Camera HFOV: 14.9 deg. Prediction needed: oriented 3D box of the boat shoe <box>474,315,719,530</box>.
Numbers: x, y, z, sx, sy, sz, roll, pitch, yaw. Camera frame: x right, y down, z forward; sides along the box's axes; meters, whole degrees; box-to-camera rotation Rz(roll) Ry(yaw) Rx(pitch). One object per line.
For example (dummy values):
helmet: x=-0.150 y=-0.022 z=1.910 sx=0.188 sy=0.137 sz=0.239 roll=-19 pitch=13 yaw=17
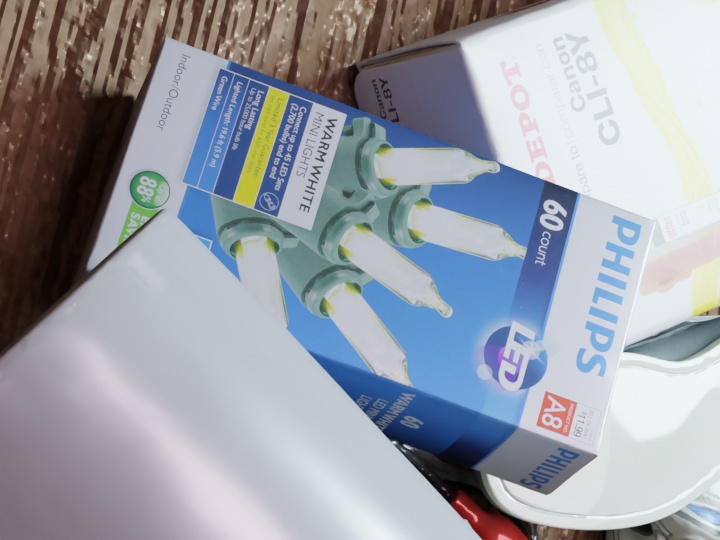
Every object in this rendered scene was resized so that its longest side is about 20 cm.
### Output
boat shoe: x=0.121 y=0.061 z=1.171 sx=0.200 sy=0.062 sz=0.073 roll=-21 pitch=96 yaw=-32

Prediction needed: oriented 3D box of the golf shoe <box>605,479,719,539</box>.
golf shoe: x=0.198 y=0.127 z=1.253 sx=0.200 sy=0.078 sz=0.097 roll=40 pitch=52 yaw=-33

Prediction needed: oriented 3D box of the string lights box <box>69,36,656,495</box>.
string lights box: x=0.000 y=0.000 z=1.034 sx=0.200 sy=0.059 sz=0.103 roll=20 pitch=66 yaw=-8

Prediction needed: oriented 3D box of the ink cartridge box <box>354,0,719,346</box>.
ink cartridge box: x=0.115 y=-0.050 z=1.169 sx=0.200 sy=0.083 sz=0.145 roll=-21 pitch=97 yaw=-32

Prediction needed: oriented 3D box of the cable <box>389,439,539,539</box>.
cable: x=0.025 y=0.082 z=1.108 sx=0.097 sy=0.050 sz=0.200 roll=-47 pitch=115 yaw=-43

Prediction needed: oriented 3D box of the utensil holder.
utensil holder: x=-0.056 y=0.104 z=0.914 sx=0.200 sy=0.170 sz=0.170 roll=48 pitch=51 yaw=-5
